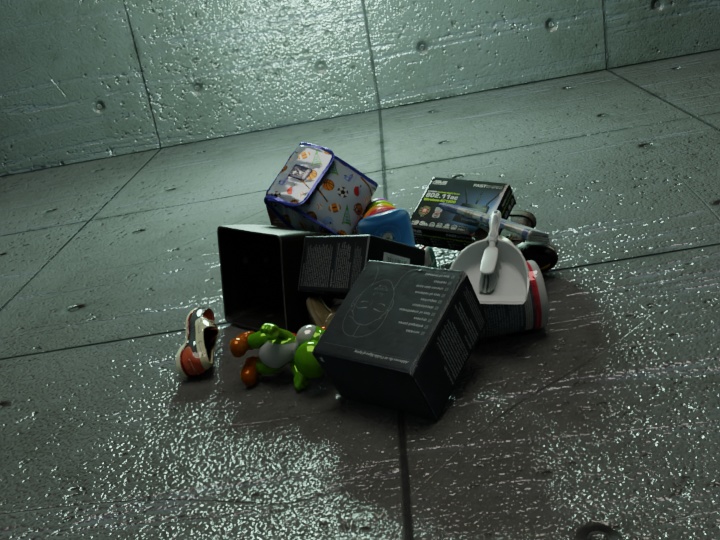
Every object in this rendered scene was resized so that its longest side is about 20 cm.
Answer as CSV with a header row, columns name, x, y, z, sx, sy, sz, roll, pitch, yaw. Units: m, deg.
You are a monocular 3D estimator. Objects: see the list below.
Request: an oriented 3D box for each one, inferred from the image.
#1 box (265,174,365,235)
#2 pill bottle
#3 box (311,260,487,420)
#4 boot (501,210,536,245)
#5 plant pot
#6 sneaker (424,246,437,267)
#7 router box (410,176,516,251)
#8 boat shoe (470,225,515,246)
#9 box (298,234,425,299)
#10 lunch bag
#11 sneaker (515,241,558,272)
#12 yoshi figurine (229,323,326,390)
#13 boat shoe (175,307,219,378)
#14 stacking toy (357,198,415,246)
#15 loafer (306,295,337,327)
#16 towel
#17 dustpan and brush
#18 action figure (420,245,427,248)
name,x,y,z,sx,sy,sz,roll,pitch,yaw
box,-0.089,-0.117,1.931,0.198,0.167,0.165,-24,16,-32
pill bottle,0.218,0.058,1.431,0.196,0.122,0.120,-11,21,0
box,0.064,0.104,1.298,0.197,0.125,0.198,7,51,39
boot,0.286,-0.066,1.791,0.197,0.070,0.175,-7,29,30
plant pot,-0.157,0.002,1.674,0.198,0.204,0.176,10,19,43
sneaker,0.084,0.015,1.693,0.090,0.079,0.199,-10,12,33
router box,0.216,-0.120,1.770,0.197,0.063,0.151,10,56,34
boat shoe,0.245,-0.035,1.564,0.060,0.072,0.201,-42,15,-1
box,0.000,0.000,1.547,0.147,0.110,0.198,12,-7,-39
lunch bag,-0.088,-0.160,1.759,0.172,0.198,0.124,-58,4,-26
sneaker,0.294,-0.003,1.641,0.196,0.071,0.091,-1,38,23
yoshi figurine,-0.124,0.144,1.387,0.196,0.114,0.112,-12,-22,21
boat shoe,-0.298,0.129,1.561,0.062,0.072,0.201,-22,25,12
stacking toy,0.046,-0.114,1.794,0.114,0.112,0.201,-14,28,1
loafer,-0.054,0.108,1.512,0.066,0.077,0.201,-13,31,-9
towel,0.263,-0.092,1.599,0.197,0.024,0.146,21,8,26
dustpan and brush,0.221,-0.028,1.392,0.137,0.058,0.201,1,36,17
action figure,0.196,-0.091,1.834,0.199,0.052,0.066,-37,32,-1
